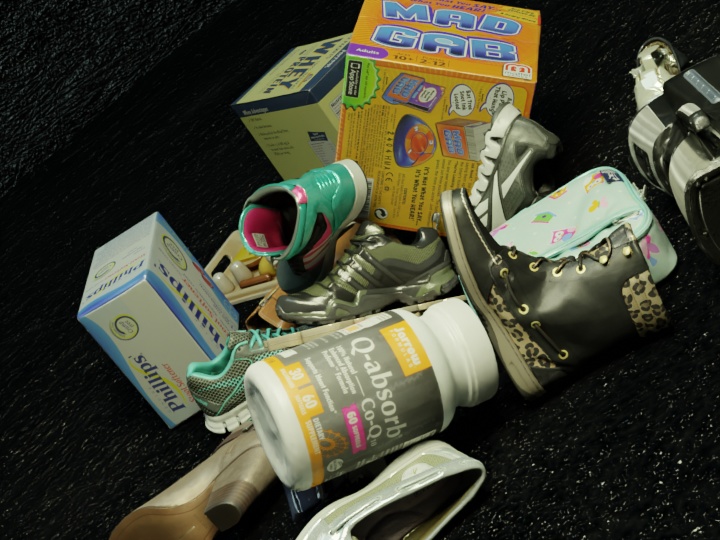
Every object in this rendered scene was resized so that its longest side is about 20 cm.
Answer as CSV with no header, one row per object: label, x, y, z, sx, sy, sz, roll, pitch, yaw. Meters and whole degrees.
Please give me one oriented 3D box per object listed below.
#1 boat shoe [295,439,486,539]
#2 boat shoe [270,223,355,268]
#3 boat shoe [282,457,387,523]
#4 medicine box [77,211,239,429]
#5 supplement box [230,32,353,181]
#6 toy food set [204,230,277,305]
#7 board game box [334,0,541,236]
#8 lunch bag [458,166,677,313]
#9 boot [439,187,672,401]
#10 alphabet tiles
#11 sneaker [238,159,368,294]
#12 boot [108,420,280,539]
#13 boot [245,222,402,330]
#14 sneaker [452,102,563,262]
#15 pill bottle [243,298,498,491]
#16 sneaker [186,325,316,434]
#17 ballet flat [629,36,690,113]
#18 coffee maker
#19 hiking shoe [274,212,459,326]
boat shoe,0.016,0.216,1.042,0.202,0.075,0.065,-36,19,-19
boat shoe,-0.057,-0.056,1.596,0.067,0.057,0.200,-43,-9,38
boat shoe,-0.035,0.155,1.199,0.093,0.075,0.200,-33,34,15
medicine box,-0.239,0.057,1.557,0.103,0.182,0.200,-32,23,9
supplement box,-0.028,-0.192,1.715,0.134,0.200,0.200,-47,26,-26
toy food set,-0.131,-0.028,1.726,0.199,0.060,0.144,-15,31,40
board game box,0.084,-0.176,1.430,0.199,0.201,0.200,10,33,3
lunch bag,0.195,-0.010,1.215,0.200,0.077,0.161,-32,23,11
boot,0.166,-0.002,1.104,0.150,0.201,0.073,-24,5,13
alphabet tiles,0.005,0.055,1.288,0.195,0.015,0.200,-15,-3,42
sneaker,-0.078,-0.032,1.365,0.120,0.084,0.200,-16,-31,-36
boot,-0.150,0.216,1.293,0.199,0.070,0.146,-21,21,29
boot,-0.045,0.015,1.489,0.155,0.077,0.200,-42,17,-28
sneaker,0.154,-0.066,1.315,0.090,0.201,0.066,25,31,19
pill bottle,0.010,0.101,1.097,0.199,0.117,0.116,-21,19,-17
sneaker,-0.107,0.096,1.416,0.200,0.091,0.078,-36,24,1
ballet flat,0.327,-0.201,1.409,0.073,0.073,0.200,-23,26,27
coffee maker,0.355,-0.105,1.145,0.191,0.135,0.200,-7,26,-1
hiking shoe,0.000,0.000,1.371,0.199,0.101,0.076,-14,-3,-8
